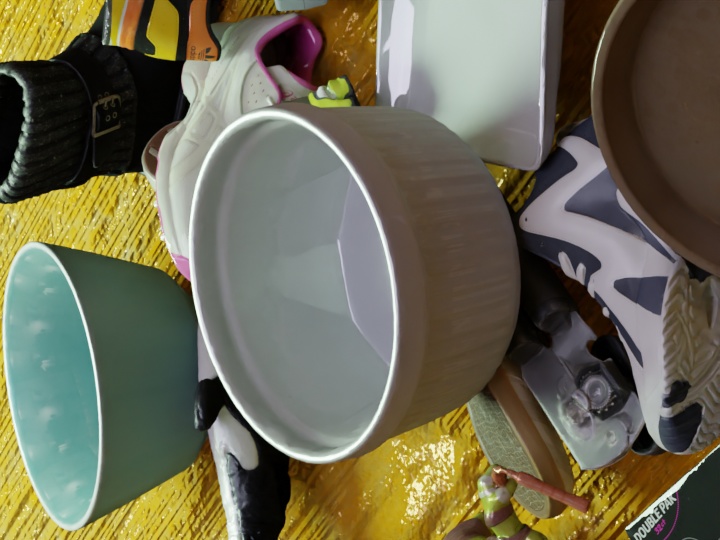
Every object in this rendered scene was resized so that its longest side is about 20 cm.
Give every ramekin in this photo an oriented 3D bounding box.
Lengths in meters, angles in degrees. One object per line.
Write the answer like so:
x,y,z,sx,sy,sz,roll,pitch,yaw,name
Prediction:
0.000,0.000,1.314,0.200,0.105,0.201,19,114,49,ramekin

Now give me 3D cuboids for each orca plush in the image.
-0.061,0.115,1.543,0.071,0.105,0.200,-13,55,13,orca plush

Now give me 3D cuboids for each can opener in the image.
0.108,0.028,1.330,0.053,0.067,0.200,-48,56,27,can opener

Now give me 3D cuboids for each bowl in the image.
-0.168,0.073,1.623,0.201,0.105,0.201,29,123,60,bowl

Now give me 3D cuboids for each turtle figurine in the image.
0.112,0.189,1.319,0.200,0.064,0.161,45,162,-13,turtle figurine

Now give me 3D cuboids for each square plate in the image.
0.067,-0.163,1.352,0.200,0.028,0.199,14,102,62,square plate

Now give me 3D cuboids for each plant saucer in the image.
0.212,-0.080,1.153,0.200,0.029,0.200,12,123,20,plant saucer

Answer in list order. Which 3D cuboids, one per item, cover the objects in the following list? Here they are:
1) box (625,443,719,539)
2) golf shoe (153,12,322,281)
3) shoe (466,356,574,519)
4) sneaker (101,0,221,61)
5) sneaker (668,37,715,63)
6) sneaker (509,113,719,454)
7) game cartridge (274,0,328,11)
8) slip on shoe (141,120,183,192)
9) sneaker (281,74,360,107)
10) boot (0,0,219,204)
0.255,0.128,1.124,0.200,0.124,0.149,-51,58,43,box
-0.075,-0.084,1.488,0.091,0.075,0.200,-17,53,36,golf shoe
0.083,0.051,1.368,0.070,0.053,0.200,101,147,-61,shoe
-0.102,-0.221,1.531,0.070,0.090,0.200,111,176,-65,sneaker
0.169,-0.196,1.191,0.100,0.069,0.201,-113,16,-78,sneaker
0.142,0.002,1.278,0.129,0.079,0.200,-9,88,52,sneaker
-0.045,-0.227,1.414,0.200,0.041,0.134,96,169,-88,game cartridge
-0.067,-0.025,1.544,0.200,0.076,0.061,35,164,31,slip on shoe
-0.018,-0.015,1.445,0.081,0.074,0.201,-14,86,8,sneaker
-0.182,-0.150,1.582,0.079,0.158,0.212,23,112,46,boot
